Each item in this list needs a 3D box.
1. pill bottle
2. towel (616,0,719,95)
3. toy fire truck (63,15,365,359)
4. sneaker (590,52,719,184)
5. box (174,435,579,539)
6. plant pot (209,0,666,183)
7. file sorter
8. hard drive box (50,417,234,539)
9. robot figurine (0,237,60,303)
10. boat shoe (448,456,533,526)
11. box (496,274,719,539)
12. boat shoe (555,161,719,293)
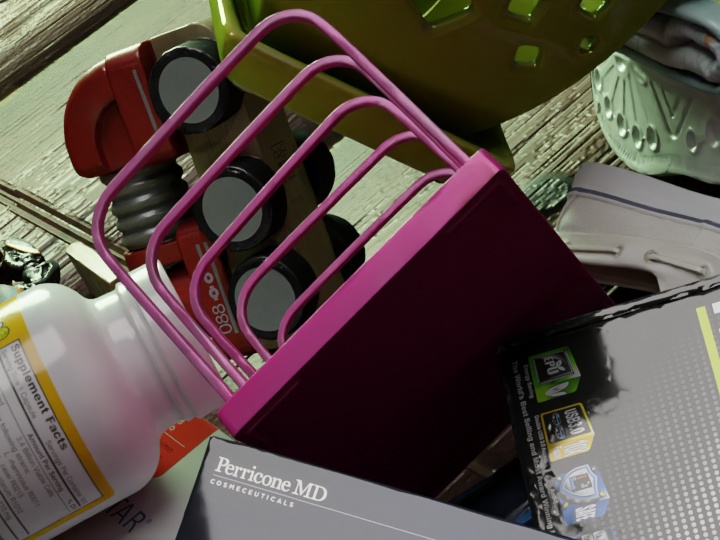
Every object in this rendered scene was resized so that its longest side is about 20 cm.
[{"bbox_3d":[-0.161,0.074,0.804,0.199,0.105,0.104,-28,35,-6],"label":"pill bottle"},{"bbox_3d":[0.210,-0.158,0.934,0.170,0.049,0.200,-25,28,-12],"label":"towel"},{"bbox_3d":[-0.114,-0.036,1.007,0.198,0.178,0.129,-16,10,24],"label":"toy fire truck"},{"bbox_3d":[0.223,-0.098,0.973,0.145,0.081,0.200,-11,18,-14],"label":"sneaker"},{"bbox_3d":[0.022,0.158,0.640,0.198,0.079,0.142,13,70,16],"label":"box"},{"bbox_3d":[0.026,-0.172,0.917,0.182,0.199,0.200,-56,26,25],"label":"plant pot"},{"bbox_3d":[0.000,0.000,0.763,0.139,0.200,0.126,-45,64,3],"label":"file sorter"},{"bbox_3d":[-0.126,0.161,0.828,0.200,0.077,0.155,-39,38,-21],"label":"hard drive box"},{"bbox_3d":[-0.247,0.041,1.070,0.144,0.059,0.201,-22,36,1],"label":"robot figurine"},{"bbox_3d":[0.113,0.074,0.795,0.199,0.085,0.069,-27,32,-7],"label":"boat shoe"},{"bbox_3d":[0.166,0.096,0.697,0.191,0.048,0.202,-17,63,14],"label":"box"},{"bbox_3d":[0.172,0.004,0.874,0.199,0.071,0.070,21,82,41],"label":"boat shoe"}]
